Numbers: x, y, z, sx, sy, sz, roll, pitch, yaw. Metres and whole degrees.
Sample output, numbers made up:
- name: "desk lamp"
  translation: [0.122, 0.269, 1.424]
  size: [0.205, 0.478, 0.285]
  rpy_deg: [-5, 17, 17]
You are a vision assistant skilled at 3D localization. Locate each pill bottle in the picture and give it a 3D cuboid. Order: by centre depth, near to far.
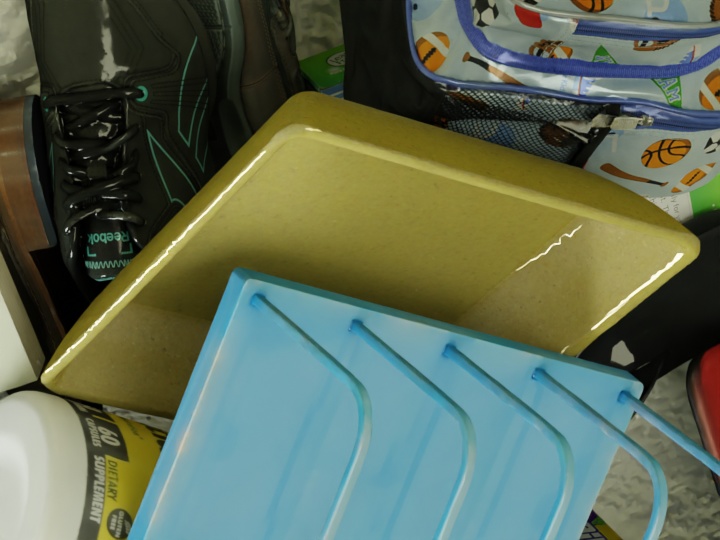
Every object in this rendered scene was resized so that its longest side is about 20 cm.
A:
- name: "pill bottle"
  translation: [-0.073, 0.129, 1.237]
  size: [0.199, 0.111, 0.112]
  rpy_deg: [21, 102, -32]

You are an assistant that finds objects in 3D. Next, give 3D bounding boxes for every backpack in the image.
- name: "backpack"
  translation: [0.093, -0.122, 1.229]
  size: [0.189, 0.154, 0.201]
  rpy_deg: [10, 64, -26]

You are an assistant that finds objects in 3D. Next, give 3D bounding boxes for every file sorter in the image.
- name: "file sorter"
  translation: [0.033, 0.105, 1.145]
  size: [0.199, 0.123, 0.139]
  rpy_deg: [15, 104, -33]

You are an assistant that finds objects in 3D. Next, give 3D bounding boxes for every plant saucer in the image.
- name: "plant saucer"
  translation: [0.000, 0.000, 1.185]
  size: [0.199, 0.049, 0.200]
  rpy_deg: [15, 141, -31]

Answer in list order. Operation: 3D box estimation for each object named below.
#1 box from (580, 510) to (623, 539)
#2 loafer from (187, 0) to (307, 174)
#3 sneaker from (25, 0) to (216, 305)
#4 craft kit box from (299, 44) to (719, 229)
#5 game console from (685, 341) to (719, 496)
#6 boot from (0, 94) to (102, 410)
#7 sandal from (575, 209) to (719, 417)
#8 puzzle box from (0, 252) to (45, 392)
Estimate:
- name: "box"
  translation: [0.072, 0.226, 1.375]
  size: [0.121, 0.200, 0.194]
  rpy_deg: [-6, 114, -20]
- name: "loafer"
  translation: [-0.055, -0.091, 1.281]
  size: [0.063, 0.072, 0.201]
  rpy_deg: [-38, 129, -37]
- name: "sneaker"
  translation: [-0.095, -0.045, 1.230]
  size: [0.075, 0.079, 0.201]
  rpy_deg: [-7, 120, 18]
- name: "craft kit box"
  translation: [0.087, -0.038, 1.365]
  size: [0.196, 0.049, 0.201]
  rpy_deg: [-20, 117, -10]
- name: "game console"
  translation: [0.197, 0.114, 1.429]
  size: [0.200, 0.119, 0.173]
  rpy_deg: [-22, 155, -51]
- name: "boot"
  translation: [-0.169, 0.017, 1.283]
  size: [0.096, 0.075, 0.201]
  rpy_deg: [-6, 119, 4]
- name: "sandal"
  translation: [0.110, 0.042, 1.358]
  size: [0.200, 0.043, 0.076]
  rpy_deg: [-38, 120, -5]
- name: "puzzle box"
  translation: [-0.226, -0.027, 1.210]
  size: [0.132, 0.025, 0.201]
  rpy_deg: [-17, 110, 10]
